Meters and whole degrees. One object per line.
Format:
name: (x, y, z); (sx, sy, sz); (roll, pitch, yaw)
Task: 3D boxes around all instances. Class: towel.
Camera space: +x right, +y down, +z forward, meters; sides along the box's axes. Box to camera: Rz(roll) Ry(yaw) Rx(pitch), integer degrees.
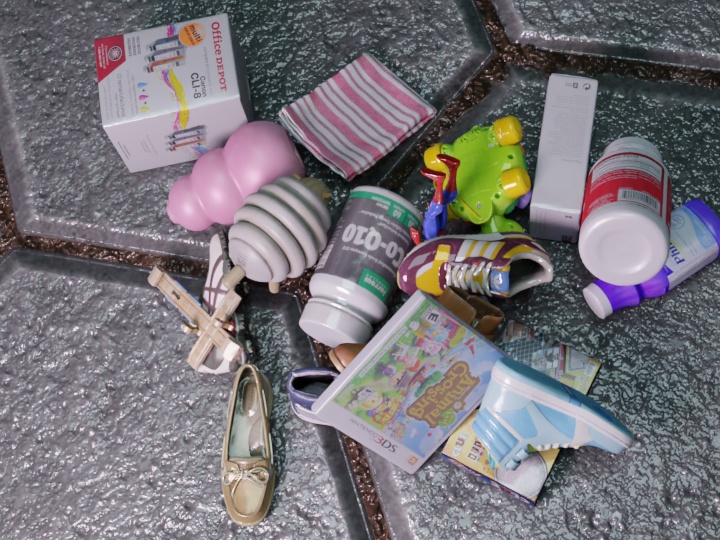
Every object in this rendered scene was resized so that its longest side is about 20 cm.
towel: (-0.002, -0.223, 1.647); (0.146, 0.030, 0.199); (42, 59, 16)

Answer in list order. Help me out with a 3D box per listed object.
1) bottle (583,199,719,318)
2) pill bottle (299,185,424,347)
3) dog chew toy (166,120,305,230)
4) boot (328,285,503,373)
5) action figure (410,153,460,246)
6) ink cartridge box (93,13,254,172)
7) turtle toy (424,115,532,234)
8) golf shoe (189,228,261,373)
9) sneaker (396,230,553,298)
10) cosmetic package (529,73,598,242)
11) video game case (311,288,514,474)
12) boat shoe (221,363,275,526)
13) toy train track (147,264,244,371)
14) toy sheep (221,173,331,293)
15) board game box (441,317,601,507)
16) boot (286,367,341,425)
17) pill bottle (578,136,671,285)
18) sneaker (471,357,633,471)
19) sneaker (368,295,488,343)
bottle: (0.385, -0.010, 1.533); (0.198, 0.066, 0.084); (-33, 62, -6)
pill bottle: (0.000, 0.000, 1.546); (0.112, 0.113, 0.202); (19, 72, 13)
dog chew toy: (-0.177, -0.122, 1.614); (0.198, 0.125, 0.126); (-26, 68, 4)
boot: (0.071, 0.083, 1.446); (0.156, 0.198, 0.074); (-57, 37, 25)
action figure: (0.096, -0.054, 1.523); (0.051, 0.202, 0.065); (17, 39, 22)
ink cartridge box: (-0.258, -0.251, 1.655); (0.197, 0.145, 0.147); (-12, 67, 1)
turtle toy: (0.173, -0.104, 1.572); (0.144, 0.101, 0.203); (-18, 65, 27)
golf shoe: (-0.194, 0.040, 1.574); (0.087, 0.077, 0.203); (-14, 66, 10)
sneaker: (0.146, -0.001, 1.473); (0.197, 0.076, 0.090); (-13, 26, -12)
cosmetic package: (0.275, -0.152, 1.583); (0.073, 0.102, 0.203); (9, 68, 10)
video game case: (0.068, 0.141, 1.426); (0.200, 0.181, 0.022); (-48, 33, 11)
boat shoe: (-0.146, 0.224, 1.501); (0.072, 0.063, 0.204); (1, 69, 7)
toy train track: (-0.226, 0.053, 1.540); (0.199, 0.032, 0.116); (39, 101, 35)
toy sheep: (-0.109, -0.046, 1.525); (0.137, 0.139, 0.201); (30, 65, 16)
board game box: (0.207, 0.180, 1.495); (0.134, 0.035, 0.202); (26, 74, 15)
boot: (0.003, 0.169, 1.490); (0.196, 0.091, 0.074); (4, 68, 6)
pill bottle: (0.341, -0.083, 1.490); (0.110, 0.114, 0.201); (9, 39, 10)
sneaker: (0.226, 0.204, 1.433); (0.198, 0.080, 0.132); (27, 100, -5)
sneaker: (0.083, 0.090, 1.530); (0.198, 0.072, 0.073); (-29, 100, 3)
